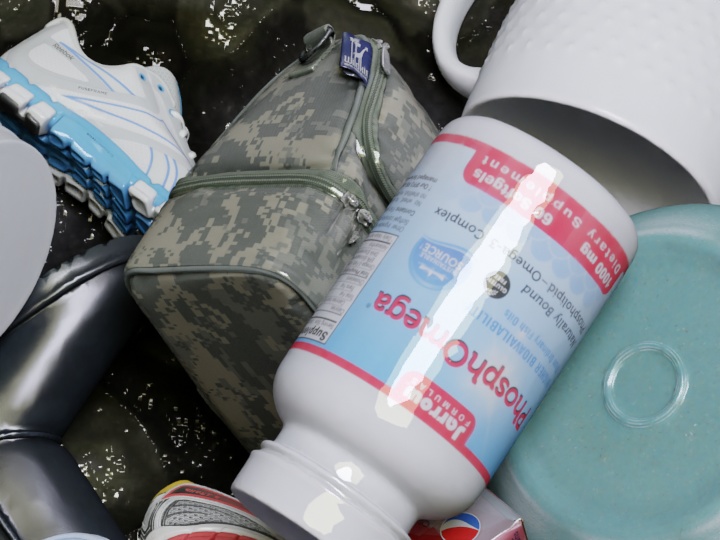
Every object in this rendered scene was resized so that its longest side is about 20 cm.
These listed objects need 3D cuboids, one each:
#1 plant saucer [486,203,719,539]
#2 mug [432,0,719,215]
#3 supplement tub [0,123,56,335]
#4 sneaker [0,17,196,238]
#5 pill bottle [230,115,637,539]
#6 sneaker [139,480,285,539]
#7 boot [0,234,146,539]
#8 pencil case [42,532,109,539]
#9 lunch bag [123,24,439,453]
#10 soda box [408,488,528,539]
[{"bbox_3d":[0.136,0.057,1.206,0.199,0.036,0.201,-11,65,26],"label":"plant saucer"},{"bbox_3d":[0.131,-0.129,1.408,0.199,0.148,0.176,13,66,30],"label":"mug"},{"bbox_3d":[-0.264,-0.045,1.287,0.199,0.145,0.145,26,69,26],"label":"supplement tub"},{"bbox_3d":[-0.111,-0.062,1.384,0.200,0.075,0.087,42,63,4],"label":"sneaker"},{"bbox_3d":[0.031,0.039,1.172,0.108,0.109,0.201,33,78,4],"label":"pill bottle"},{"bbox_3d":[-0.021,0.155,1.301,0.199,0.082,0.078,27,113,-29],"label":"sneaker"},{"bbox_3d":[-0.149,0.099,1.322,0.200,0.076,0.169,-33,78,-13],"label":"boot"},{"bbox_3d":[-0.112,0.218,1.233,0.090,0.201,0.083,-15,32,14],"label":"pencil case"},{"bbox_3d":[0.000,0.000,1.312,0.200,0.139,0.168,51,52,-29],"label":"lunch bag"},{"bbox_3d":[0.054,0.187,1.259,0.070,0.201,0.063,-33,43,-16],"label":"soda box"}]
